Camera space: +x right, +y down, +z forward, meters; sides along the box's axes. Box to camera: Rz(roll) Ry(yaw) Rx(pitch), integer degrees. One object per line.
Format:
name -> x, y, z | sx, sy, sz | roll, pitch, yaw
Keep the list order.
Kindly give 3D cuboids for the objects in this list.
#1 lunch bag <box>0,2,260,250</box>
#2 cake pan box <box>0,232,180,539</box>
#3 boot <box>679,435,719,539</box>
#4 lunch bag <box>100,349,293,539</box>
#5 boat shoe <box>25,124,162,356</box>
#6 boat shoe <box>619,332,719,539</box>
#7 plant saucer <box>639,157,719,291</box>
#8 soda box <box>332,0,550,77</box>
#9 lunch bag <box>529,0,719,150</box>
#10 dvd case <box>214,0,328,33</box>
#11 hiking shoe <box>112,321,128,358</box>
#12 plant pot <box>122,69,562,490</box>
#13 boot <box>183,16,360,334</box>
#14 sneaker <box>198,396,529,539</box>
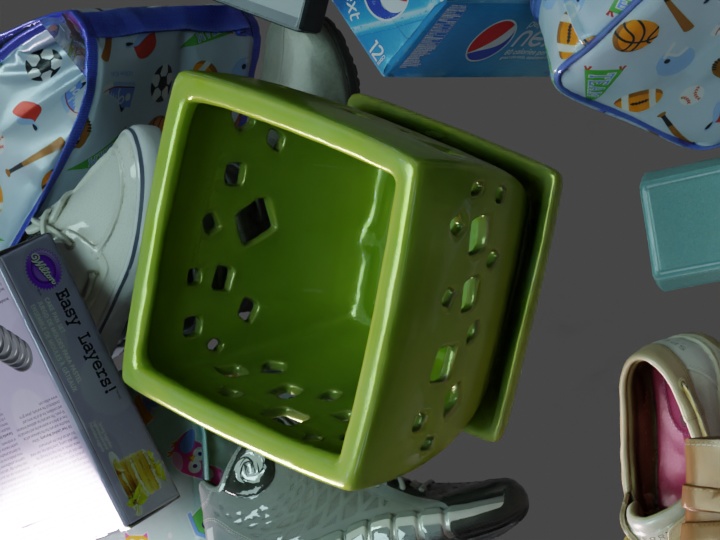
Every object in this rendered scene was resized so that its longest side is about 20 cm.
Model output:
lunch bag -> -0.169, -0.092, 1.891 | 0.124, 0.170, 0.200 | 51, 124, 24
cake pan box -> -0.218, 0.089, 1.834 | 0.200, 0.052, 0.185 | -25, 91, 50
boot -> 0.187, 0.168, 1.606 | 0.074, 0.199, 0.156 | -161, 62, -83
lunch bag -> -0.115, 0.161, 1.889 | 0.170, 0.122, 0.201 | -14, 78, 40
boat shoe -> -0.172, -0.011, 1.814 | 0.200, 0.069, 0.071 | 117, 146, -43
boat shoe -> 0.177, 0.137, 1.666 | 0.073, 0.069, 0.201 | -10, 85, 41
plant saucer -> 0.237, -0.037, 1.639 | 0.199, 0.019, 0.070 | -12, 84, 42
soda box -> 0.077, -0.153, 1.651 | 0.064, 0.199, 0.068 | -49, 63, 31
lunch bag -> 0.196, -0.151, 1.582 | 0.200, 0.160, 0.076 | -42, 47, 34
dvd case -> -0.052, -0.261, 1.848 | 0.150, 0.025, 0.201 | 25, 104, 47
hiking shoe -> -0.229, 0.070, 2.002 | 0.075, 0.086, 0.200 | 53, 126, 26
plant pot -> 0.000, 0.000, 1.739 | 0.198, 0.181, 0.201 | 23, 106, 37
boot -> -0.067, -0.062, 1.827 | 0.067, 0.130, 0.201 | 7, 97, 40
sneaker -> -0.006, 0.124, 1.777 | 0.199, 0.075, 0.116 | -15, 73, 1
